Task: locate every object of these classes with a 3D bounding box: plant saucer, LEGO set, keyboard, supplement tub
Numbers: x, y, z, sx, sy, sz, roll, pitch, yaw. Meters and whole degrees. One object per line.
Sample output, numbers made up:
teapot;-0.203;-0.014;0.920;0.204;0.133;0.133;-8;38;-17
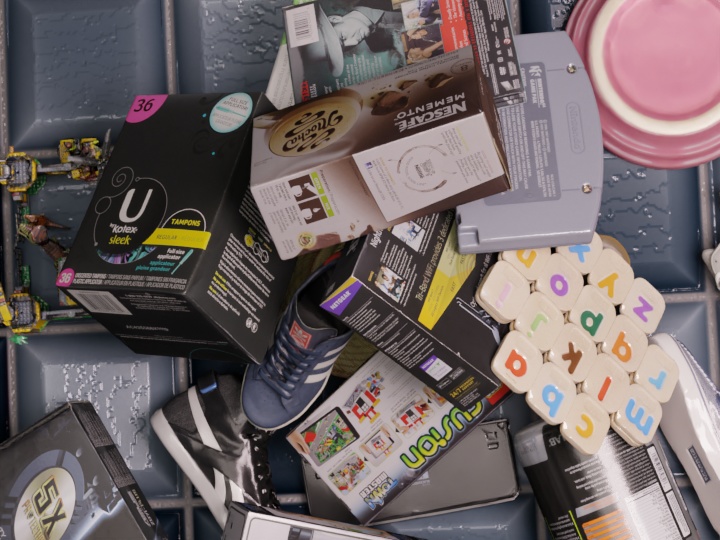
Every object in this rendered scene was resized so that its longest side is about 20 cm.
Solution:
plant saucer;0.282;-0.195;1.565;0.198;0.051;0.203;0;87;6
LEGO set;-0.278;-0.031;1.574;0.152;0.116;0.203;5;87;6
keyboard;0.041;0.165;1.583;0.197;0.021;0.129;-10;92;4
supplement tub;0.224;0.214;1.511;0.121;0.123;0.202;-22;85;4

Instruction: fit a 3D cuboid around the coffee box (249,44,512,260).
coffee box;0.015;-0.096;1.401;0.198;0.114;0.080;-17;124;11

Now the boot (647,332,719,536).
boot;0.329;0.140;1.541;0.089;0.073;0.202;-19;79;-20

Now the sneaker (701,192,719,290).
sneaker;0.350;0.018;1.542;0.091;0.076;0.203;6;79;14

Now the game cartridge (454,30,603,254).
game cartridge;0.140;-0.110;1.468;0.132;0.041;0.202;-6;64;5

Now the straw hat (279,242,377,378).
straw hat;0.000;0.000;1.563;0.198;0.085;0.204;0;87;5

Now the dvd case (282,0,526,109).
dvd case;0.035;-0.188;1.489;0.198;0.022;0.148;-12;63;6

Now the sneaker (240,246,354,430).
sneaker;-0.049;0.059;1.492;0.075;0.084;0.201;36;105;8

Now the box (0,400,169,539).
box;-0.275;0.247;1.575;0.163;0.086;0.201;-31;84;2

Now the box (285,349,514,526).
box;0.038;0.123;1.530;0.200;0.035;0.110;-43;88;19

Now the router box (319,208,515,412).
router box;0.065;-0.003;1.458;0.157;0.201;0.052;37;133;-13

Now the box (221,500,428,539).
box;-0.030;0.282;1.523;0.198;0.060;0.118;15;87;-20

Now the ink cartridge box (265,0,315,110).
ink cartridge box;0.025;-0.174;1.570;0.198;0.084;0.147;17;88;6

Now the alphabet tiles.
alphabet tiles;0.187;0.055;1.461;0.200;0.015;0.196;42;50;-11

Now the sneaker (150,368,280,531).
sneaker;-0.094;0.179;1.567;0.112;0.073;0.201;-39;83;3

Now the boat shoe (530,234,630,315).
boat shoe;0.155;0.037;1.555;0.199;0.066;0.074;-37;94;5

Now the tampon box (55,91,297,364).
tampon box;-0.144;-0.040;1.502;0.148;0.126;0.202;2;61;33
